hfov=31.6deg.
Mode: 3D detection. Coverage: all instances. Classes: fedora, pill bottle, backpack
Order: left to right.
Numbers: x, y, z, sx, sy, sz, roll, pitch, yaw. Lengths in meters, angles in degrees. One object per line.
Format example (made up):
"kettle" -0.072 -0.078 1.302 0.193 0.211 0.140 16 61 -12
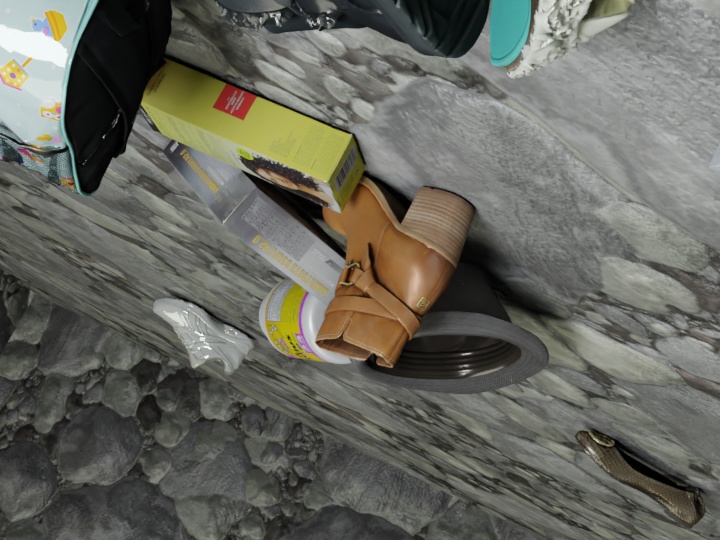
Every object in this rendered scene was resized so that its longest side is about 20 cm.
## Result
"backpack" -0.209 -0.169 0.861 0.152 0.177 0.200 25 163 -6
"pill bottle" -0.057 0.058 1.560 0.104 0.105 0.200 33 166 -21
"fedora" 0.078 0.048 1.213 0.198 0.091 0.176 12 153 -33

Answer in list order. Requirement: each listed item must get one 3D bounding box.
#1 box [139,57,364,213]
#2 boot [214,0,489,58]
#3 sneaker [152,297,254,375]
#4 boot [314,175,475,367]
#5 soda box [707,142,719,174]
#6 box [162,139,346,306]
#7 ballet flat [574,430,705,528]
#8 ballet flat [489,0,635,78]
"box" -0.097 -0.118 1.095 0.198 0.050 0.075 25 167 18
"boot" -0.042 -0.186 0.662 0.167 0.077 0.200 17 162 41
"sneaker" -0.296 0.123 2.305 0.199 0.100 0.078 29 167 -4
"boot" 0.000 0.000 1.109 0.073 0.156 0.199 35 166 -30
"soda box" 0.238 -0.072 0.552 0.068 0.064 0.200 31 166 -8
"box" -0.085 -0.046 1.233 0.200 0.048 0.158 39 -175 -42
"ballet flat" 0.358 0.256 1.614 0.199 0.047 0.067 36 -163 -7
"ballet flat" 0.102 -0.139 0.581 0.071 0.072 0.200 27 167 3
